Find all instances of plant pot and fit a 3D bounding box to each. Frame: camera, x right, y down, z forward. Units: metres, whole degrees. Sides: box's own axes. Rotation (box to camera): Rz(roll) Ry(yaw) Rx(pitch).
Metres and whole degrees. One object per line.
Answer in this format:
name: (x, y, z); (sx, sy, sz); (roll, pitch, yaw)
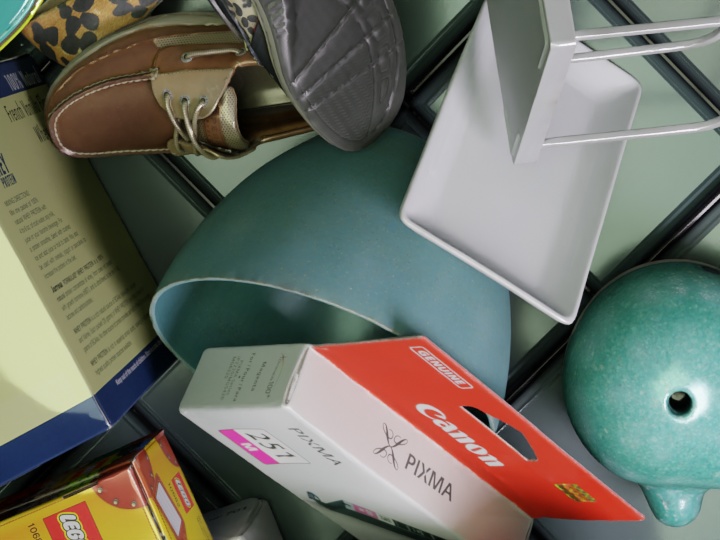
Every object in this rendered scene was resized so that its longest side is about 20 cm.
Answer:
plant pot: (0.000, 0.000, 1.124); (0.199, 0.200, 0.136); (20, 66, 4)

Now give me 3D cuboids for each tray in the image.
tray: (0.086, -0.062, 1.094); (0.107, 0.201, 0.022); (31, 136, -9)

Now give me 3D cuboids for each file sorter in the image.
file sorter: (0.130, -0.178, 1.043); (0.123, 0.139, 0.202); (-5, 70, -5)

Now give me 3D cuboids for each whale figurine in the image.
whale figurine: (0.208, 0.079, 1.137); (0.199, 0.104, 0.160); (29, 102, 2)

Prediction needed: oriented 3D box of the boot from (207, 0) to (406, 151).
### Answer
boot: (-0.065, -0.163, 1.063); (0.073, 0.153, 0.204); (-43, 127, -13)

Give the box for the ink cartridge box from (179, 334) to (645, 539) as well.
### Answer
ink cartridge box: (0.028, 0.105, 1.102); (0.200, 0.173, 0.044); (39, 62, -33)

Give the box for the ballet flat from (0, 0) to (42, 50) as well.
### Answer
ballet flat: (-0.195, -0.190, 1.153); (0.067, 0.067, 0.200); (36, 104, -17)

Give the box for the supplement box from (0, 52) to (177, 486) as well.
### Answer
supplement box: (-0.217, 0.005, 1.131); (0.133, 0.200, 0.201); (-27, 96, 11)

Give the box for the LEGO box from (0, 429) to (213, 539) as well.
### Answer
LEGO box: (-0.141, 0.213, 1.135); (0.148, 0.077, 0.201); (-23, 95, 10)

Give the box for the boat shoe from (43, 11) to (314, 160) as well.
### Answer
boat shoe: (-0.082, -0.099, 1.130); (0.198, 0.072, 0.076); (-15, 131, 8)

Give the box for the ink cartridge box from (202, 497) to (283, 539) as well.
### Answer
ink cartridge box: (-0.092, 0.259, 1.219); (0.145, 0.086, 0.201); (-20, 97, 11)

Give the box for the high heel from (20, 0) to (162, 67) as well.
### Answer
high heel: (-0.124, -0.205, 1.142); (0.141, 0.072, 0.202); (3, 112, 1)
